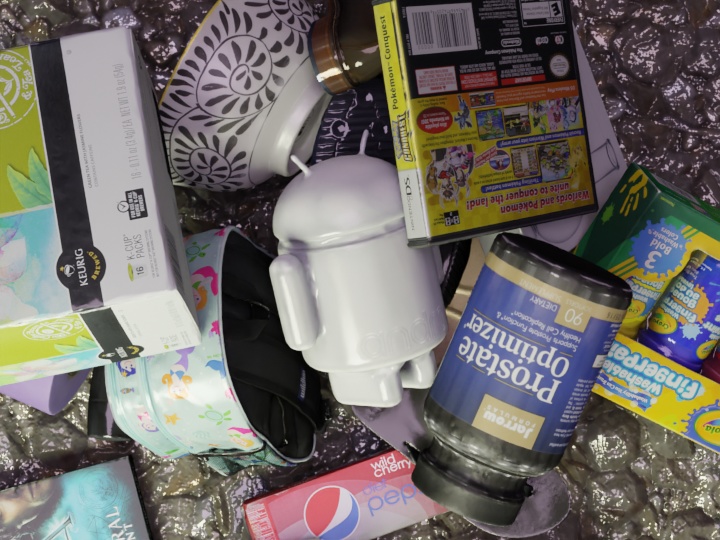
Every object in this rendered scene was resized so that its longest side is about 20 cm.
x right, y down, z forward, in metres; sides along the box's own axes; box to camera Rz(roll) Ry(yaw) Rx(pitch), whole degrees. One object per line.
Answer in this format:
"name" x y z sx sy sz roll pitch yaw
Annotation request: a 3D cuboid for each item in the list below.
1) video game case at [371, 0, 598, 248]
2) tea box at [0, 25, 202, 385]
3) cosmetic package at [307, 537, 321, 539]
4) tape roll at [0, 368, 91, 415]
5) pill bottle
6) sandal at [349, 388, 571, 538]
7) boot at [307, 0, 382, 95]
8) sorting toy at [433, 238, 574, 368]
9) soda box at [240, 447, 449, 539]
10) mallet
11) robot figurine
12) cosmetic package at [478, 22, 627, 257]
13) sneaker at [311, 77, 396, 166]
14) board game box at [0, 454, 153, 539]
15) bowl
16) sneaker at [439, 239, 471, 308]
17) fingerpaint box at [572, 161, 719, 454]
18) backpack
"video game case" 0.098 -0.120 1.309 0.200 0.025 0.181 -12 95 -44
"tea box" -0.229 -0.038 1.214 0.197 0.134 0.200 -13 72 -1
"cosmetic package" -0.062 0.322 1.378 0.113 0.081 0.200 -14 113 0
"tape roll" -0.239 0.007 1.379 0.085 0.200 0.200 23 86 2
"pill bottle" 0.114 0.082 1.295 0.112 0.112 0.200 23 99 2
"sandal" 0.076 0.145 1.375 0.200 0.045 0.075 35 84 2
"boot" 0.021 -0.214 1.375 0.097 0.200 0.075 -17 127 19
"sorting toy" 0.051 -0.002 1.464 0.200 0.036 0.185 39 87 8
"soda box" 0.005 0.186 1.429 0.200 0.070 0.063 -19 87 -2
"mallet" -0.130 0.126 1.453 0.200 0.041 0.066 13 85 -3
"robot figurine" 0.000 0.000 1.308 0.113 0.170 0.200 -2 108 42
"cosmetic package" 0.133 -0.114 1.398 0.151 0.052 0.200 -34 106 -42
"sneaker" -0.012 -0.057 1.399 0.070 0.082 0.200 7 96 -9
"board game box" -0.230 0.266 1.445 0.135 0.028 0.200 -16 86 -2
"bowl" -0.076 -0.134 1.384 0.094 0.201 0.201 30 86 9
"sneaker" 0.052 -0.065 1.421 0.088 0.074 0.200 5 73 7
"fingerpaint box" 0.260 0.036 1.384 0.200 0.073 0.167 27 106 -18
"backpack" -0.116 0.060 1.351 0.150 0.200 0.178 -7 71 10
